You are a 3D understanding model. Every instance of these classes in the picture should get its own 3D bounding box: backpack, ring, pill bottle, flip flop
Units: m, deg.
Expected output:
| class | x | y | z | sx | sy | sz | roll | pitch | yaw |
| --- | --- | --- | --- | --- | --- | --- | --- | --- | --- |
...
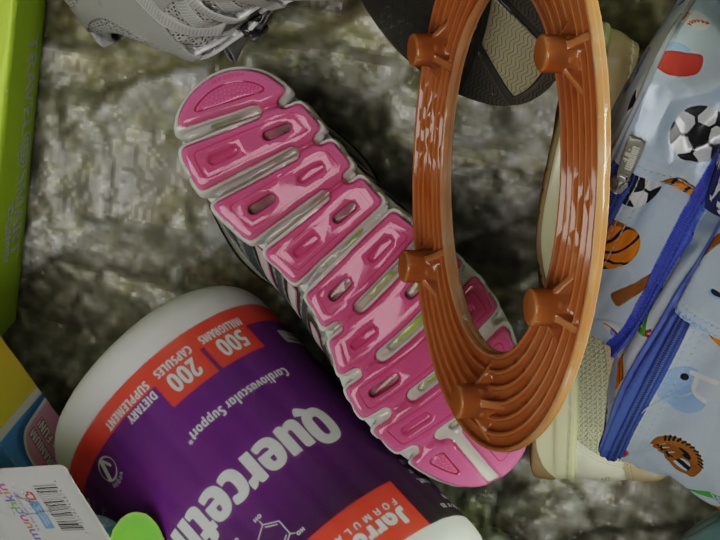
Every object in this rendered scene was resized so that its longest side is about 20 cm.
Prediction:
| class | x | y | z | sx | sy | sz | roll | pitch | yaw |
| --- | --- | --- | --- | --- | --- | --- | --- | --- | --- |
| backpack | 0.147 | -0.009 | 0.886 | 0.153 | 0.200 | 0.191 | 23 | 119 | 14 |
| ring | 0.045 | -0.036 | 0.894 | 0.019 | 0.200 | 0.201 | 1 | 112 | -17 |
| pill bottle | -0.027 | 0.108 | 1.035 | 0.200 | 0.112 | 0.113 | 45 | 115 | 20 |
| flip flop | 0.015 | -0.152 | 0.996 | 0.200 | 0.057 | 0.081 | 47 | 131 | 13 |

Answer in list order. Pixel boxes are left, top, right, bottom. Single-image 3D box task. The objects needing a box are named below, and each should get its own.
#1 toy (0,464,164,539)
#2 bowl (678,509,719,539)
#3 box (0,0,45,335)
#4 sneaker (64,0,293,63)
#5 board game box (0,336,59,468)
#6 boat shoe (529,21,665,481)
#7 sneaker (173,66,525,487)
| class | x | y | z | sx | sy | sz | roll | pitch | yaw |
| --- | --- | --- | --- | --- | --- | --- | --- | --- | --- |
| toy | -0.158 | 0.115 | 1.049 | 0.199 | 0.047 | 0.115 | -3 | 128 | 40 |
| bowl | 0.186 | 0.156 | 1.002 | 0.200 | 0.105 | 0.201 | -4 | 144 | -3 |
| box | -0.204 | -0.052 | 1.091 | 0.121 | 0.048 | 0.201 | 14 | 113 | 11 |
| sneaker | -0.051 | -0.121 | 0.994 | 0.200 | 0.075 | 0.082 | 11 | 133 | 48 |
| board game box | -0.218 | 0.053 | 1.083 | 0.152 | 0.040 | 0.200 | -11 | 127 | 30 |
| boat shoe | 0.104 | -0.004 | 1.015 | 0.065 | 0.072 | 0.201 | 5 | 116 | 8 |
| sneaker | 0.000 | 0.000 | 1.036 | 0.074 | 0.087 | 0.200 | -40 | 94 | 2 |
